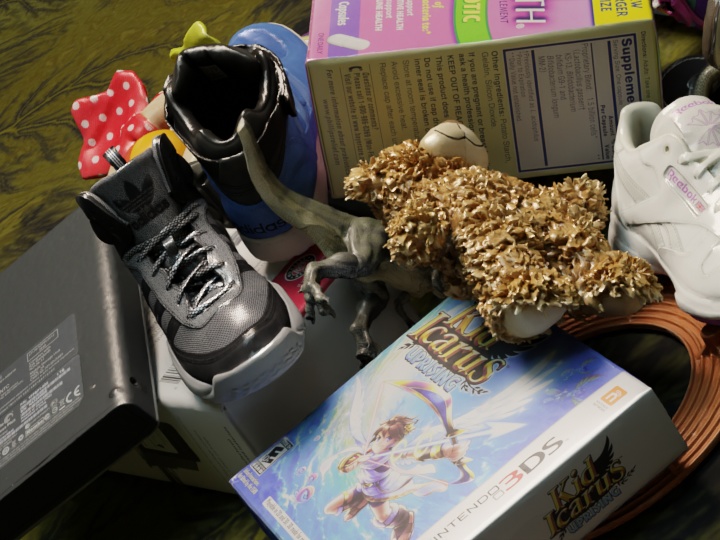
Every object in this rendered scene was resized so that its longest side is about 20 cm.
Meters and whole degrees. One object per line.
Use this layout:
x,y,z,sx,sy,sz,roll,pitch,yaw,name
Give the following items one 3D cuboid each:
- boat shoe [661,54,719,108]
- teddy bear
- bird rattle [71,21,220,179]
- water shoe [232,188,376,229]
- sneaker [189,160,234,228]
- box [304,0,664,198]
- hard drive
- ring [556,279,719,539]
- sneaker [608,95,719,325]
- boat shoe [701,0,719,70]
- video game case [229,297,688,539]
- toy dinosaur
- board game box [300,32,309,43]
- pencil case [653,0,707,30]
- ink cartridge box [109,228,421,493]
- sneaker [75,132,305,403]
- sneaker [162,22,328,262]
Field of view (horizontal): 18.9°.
0.215,-0.092,1.226,0.072,0.065,0.200,-35,26,3,boat shoe
0.073,-0.025,1.135,0.144,0.067,0.200,-5,27,-11,teddy bear
-0.151,-0.095,1.614,0.199,0.113,0.164,-18,48,35,bird rattle
-0.034,-0.043,1.411,0.199,0.079,0.072,-20,29,27,water shoe
-0.149,0.000,1.477,0.079,0.076,0.201,-16,33,41,sneaker
0.074,-0.141,1.284,0.198,0.097,0.177,-5,37,7,box
-0.187,0.057,1.296,0.139,0.033,0.201,-38,36,18,hard drive
0.113,0.070,1.134,0.199,0.019,0.201,-26,29,16,ring
0.182,-0.033,1.123,0.074,0.101,0.200,-14,21,-21,sneaker
0.270,-0.137,1.178,0.199,0.076,0.074,-19,27,-40,boat shoe
0.042,0.098,1.100,0.181,0.046,0.200,-38,27,-8,video game case
0.000,0.000,1.217,0.047,0.199,0.089,-28,40,50,toy dinosaur
0.035,-0.111,1.359,0.119,0.033,0.200,-27,40,-27,board game box
0.185,-0.211,1.435,0.088,0.089,0.200,-40,26,-10,pencil case
-0.081,0.052,1.308,0.199,0.084,0.145,3,46,50,ink cartridge box
-0.102,-0.006,1.209,0.075,0.114,0.200,-36,29,-4,sneaker
-0.068,-0.109,1.288,0.076,0.112,0.201,-17,43,13,sneaker
